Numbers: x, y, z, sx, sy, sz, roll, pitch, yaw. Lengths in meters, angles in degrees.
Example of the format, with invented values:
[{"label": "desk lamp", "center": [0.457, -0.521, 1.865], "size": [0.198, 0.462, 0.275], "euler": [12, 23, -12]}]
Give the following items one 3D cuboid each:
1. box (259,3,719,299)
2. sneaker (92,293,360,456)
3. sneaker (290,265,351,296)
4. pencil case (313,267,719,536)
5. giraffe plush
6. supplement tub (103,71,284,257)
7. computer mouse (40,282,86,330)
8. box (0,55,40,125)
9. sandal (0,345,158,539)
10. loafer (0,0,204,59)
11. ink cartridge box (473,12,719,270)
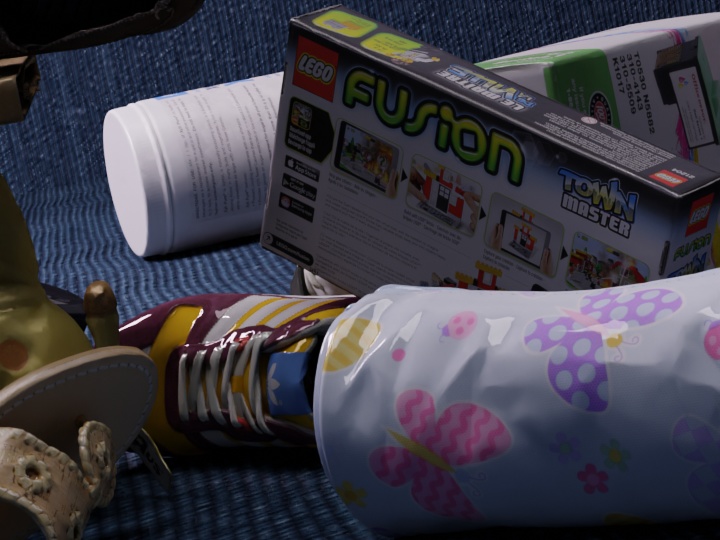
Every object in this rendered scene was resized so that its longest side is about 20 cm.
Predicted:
[{"label": "box", "center": [0.048, -0.023, 0.969], "size": [0.200, 0.110, 0.035], "euler": [28, 33, 32]}, {"label": "sneaker", "center": [-0.042, 0.044, 1.036], "size": [0.200, 0.075, 0.090], "euler": [-10, 1, 14]}, {"label": "sneaker", "center": [0.000, 0.000, 1.124], "size": [0.200, 0.089, 0.074], "euler": [-23, 39, 45]}, {"label": "pencil case", "center": [0.083, 0.042, 0.803], "size": [0.200, 0.091, 0.083], "euler": [-8, 8, 30]}, {"label": "giraffe plush", "center": [-0.202, 0.058, 1.001], "size": [0.162, 0.173, 0.200], "euler": [-27, 49, -29]}, {"label": "supplement tub", "center": [-0.103, -0.093, 1.987], "size": [0.200, 0.132, 0.132], "euler": [-12, 7, -18]}, {"label": "computer mouse", "center": [-0.232, 0.034, 1.388], "size": [0.138, 0.053, 0.200], "euler": [16, 6, 21]}, {"label": "box", "center": [-0.242, -0.065, 1.032], "size": [0.200, 0.021, 0.163], "euler": [-10, 11, -4]}, {"label": "sandal", "center": [-0.139, 0.101, 0.866], "size": [0.212, 0.078, 0.070], "euler": [-25, 45, -36]}, {"label": "loafer", "center": [-0.163, -0.122, 0.993], "size": [0.200, 0.073, 0.071], "euler": [-10, 9, -4]}, {"label": "ink cartridge box", "center": [0.131, -0.047, 1.200], "size": [0.084, 0.145, 0.200], "euler": [-5, 9, 39]}]
